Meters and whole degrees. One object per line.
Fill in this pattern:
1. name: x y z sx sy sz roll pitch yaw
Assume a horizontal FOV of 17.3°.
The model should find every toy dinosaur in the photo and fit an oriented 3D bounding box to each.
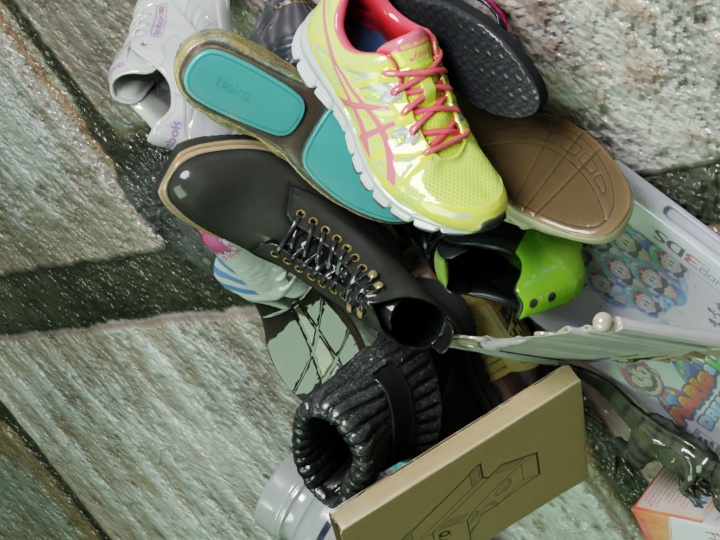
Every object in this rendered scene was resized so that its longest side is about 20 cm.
1. toy dinosaur: 0.211 0.127 1.688 0.200 0.047 0.088 36 161 31

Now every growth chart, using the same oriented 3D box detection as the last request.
1. growth chart: 0.156 0.050 1.593 0.144 0.018 0.199 10 169 -35

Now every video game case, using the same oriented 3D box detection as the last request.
1. video game case: 0.214 0.033 1.620 0.182 0.024 0.200 37 150 9

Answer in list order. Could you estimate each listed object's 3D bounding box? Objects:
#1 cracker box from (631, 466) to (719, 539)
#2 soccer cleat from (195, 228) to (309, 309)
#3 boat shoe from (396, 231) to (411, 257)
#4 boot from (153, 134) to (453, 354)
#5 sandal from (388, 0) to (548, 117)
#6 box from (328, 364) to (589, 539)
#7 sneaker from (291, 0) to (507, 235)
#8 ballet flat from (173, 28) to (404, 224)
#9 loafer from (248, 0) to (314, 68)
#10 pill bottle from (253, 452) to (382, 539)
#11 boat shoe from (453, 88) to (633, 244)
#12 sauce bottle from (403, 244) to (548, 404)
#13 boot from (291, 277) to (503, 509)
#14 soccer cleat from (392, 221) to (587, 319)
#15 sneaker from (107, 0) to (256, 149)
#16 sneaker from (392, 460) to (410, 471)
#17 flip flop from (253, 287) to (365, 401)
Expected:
1. cracker box: 0.309 0.218 1.714 0.199 0.058 0.134 7 135 45
2. soccer cleat: -0.071 -0.021 1.765 0.086 0.070 0.200 33 168 5
3. boat shoe: 0.000 0.000 1.760 0.074 0.093 0.201 8 136 44
4. boot: -0.031 -0.017 1.591 0.199 0.078 0.138 16 -157 -35
5. sandal: 0.057 -0.164 1.542 0.200 0.045 0.075 36 148 41
6. box: 0.075 0.160 1.689 0.021 0.199 0.164 53 169 28
7. sneaker: 0.028 -0.109 1.509 0.200 0.078 0.090 51 144 18
8. ballet flat: -0.038 -0.102 1.590 0.199 0.071 0.071 30 154 -17
9. loafer: -0.061 -0.131 1.705 0.200 0.072 0.073 128 134 -57
10. pill bottle: 0.010 0.239 2.042 0.199 0.111 0.111 32 149 17
11. boat shoe: 0.108 -0.064 1.574 0.199 0.072 0.065 29 164 38
12. sauce bottle: 0.100 0.061 1.753 0.066 0.066 0.200 0 132 50
13. boot: 0.030 0.127 1.693 0.079 0.158 0.212 9 135 35
14. soccer cleat: 0.069 -0.023 1.637 0.200 0.081 0.068 27 131 43
15. sneaker: -0.135 -0.164 1.648 0.075 0.099 0.201 -59 43 44
16. sneaker: 0.050 0.124 1.878 0.077 0.080 0.200 35 150 12
17. flip flop: -0.053 0.021 1.888 0.081 0.058 0.201 -37 84 28
